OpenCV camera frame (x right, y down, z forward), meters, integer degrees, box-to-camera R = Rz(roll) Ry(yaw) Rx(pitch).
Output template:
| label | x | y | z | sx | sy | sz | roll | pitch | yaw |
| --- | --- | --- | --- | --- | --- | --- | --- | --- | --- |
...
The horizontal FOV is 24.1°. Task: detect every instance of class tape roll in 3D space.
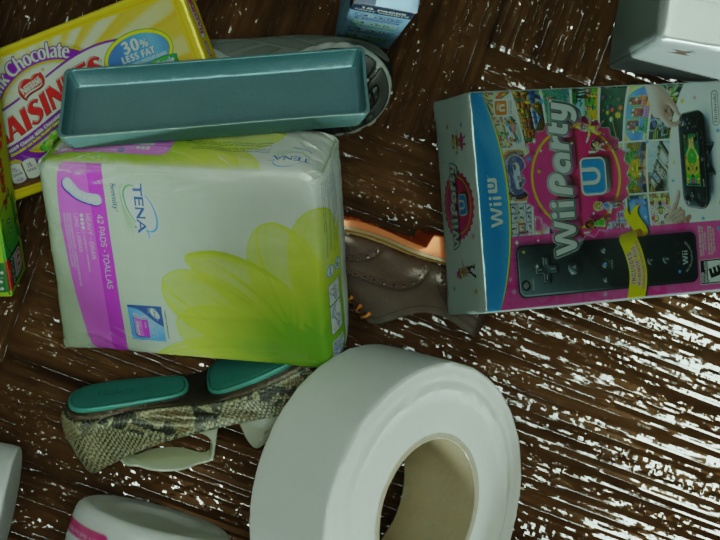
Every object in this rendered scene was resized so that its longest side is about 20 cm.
| label | x | y | z | sx | sy | sz | roll | pitch | yaw |
| --- | --- | --- | --- | --- | --- | --- | --- | --- | --- |
| tape roll | 0.020 | 0.154 | 1.122 | 0.202 | 0.070 | 0.204 | -14 | 108 | -46 |

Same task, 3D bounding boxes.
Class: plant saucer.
| label | x | y | z | sx | sy | sz | roll | pitch | yaw |
| --- | --- | --- | --- | --- | --- | --- | --- | --- | --- |
| plant saucer | -0.094 | -0.110 | 1.088 | 0.198 | 0.070 | 0.019 | -5 | 135 | 1 |

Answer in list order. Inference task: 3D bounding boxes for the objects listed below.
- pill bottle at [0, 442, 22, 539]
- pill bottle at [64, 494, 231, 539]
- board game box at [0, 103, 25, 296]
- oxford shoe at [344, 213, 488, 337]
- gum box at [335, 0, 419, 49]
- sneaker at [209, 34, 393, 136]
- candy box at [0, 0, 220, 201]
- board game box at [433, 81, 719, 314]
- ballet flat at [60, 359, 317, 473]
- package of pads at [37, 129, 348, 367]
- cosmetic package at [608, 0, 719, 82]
| label | x | y | z | sx | sy | sz | roll | pitch | yaw |
| --- | --- | --- | --- | --- | --- | --- | --- | --- | --- |
| pill bottle | -0.336 | 0.141 | 1.138 | 0.198 | 0.111 | 0.112 | 11 | 91 | -4 |
| pill bottle | -0.165 | 0.265 | 1.149 | 0.112 | 0.113 | 0.202 | 16 | 90 | -4 |
| board game box | -0.291 | -0.081 | 1.126 | 0.101 | 0.048 | 0.202 | -2 | 114 | 2 |
| oxford shoe | 0.000 | 0.000 | 1.176 | 0.198 | 0.071 | 0.074 | 12 | 94 | -4 |
| gum box | 0.021 | -0.243 | 1.106 | 0.044 | 0.200 | 0.172 | 9 | 90 | -3 |
| sneaker | -0.071 | -0.128 | 1.174 | 0.198 | 0.079 | 0.075 | 1 | 110 | 12 |
| candy box | -0.191 | -0.118 | 1.149 | 0.199 | 0.026 | 0.103 | -18 | 97 | 16 |
| board game box | 0.155 | -0.050 | 1.159 | 0.198 | 0.064 | 0.149 | -5 | 91 | -22 |
| ballet flat | -0.108 | 0.098 | 1.181 | 0.198 | 0.068 | 0.076 | -16 | 113 | 1 |
| package of pads | -0.108 | -0.021 | 1.120 | 0.198 | 0.068 | 0.156 | 4 | 120 | 11 |
| cosmetic package | 0.276 | -0.229 | 1.139 | 0.166 | 0.166 | 0.202 | 10 | 90 | -3 |
